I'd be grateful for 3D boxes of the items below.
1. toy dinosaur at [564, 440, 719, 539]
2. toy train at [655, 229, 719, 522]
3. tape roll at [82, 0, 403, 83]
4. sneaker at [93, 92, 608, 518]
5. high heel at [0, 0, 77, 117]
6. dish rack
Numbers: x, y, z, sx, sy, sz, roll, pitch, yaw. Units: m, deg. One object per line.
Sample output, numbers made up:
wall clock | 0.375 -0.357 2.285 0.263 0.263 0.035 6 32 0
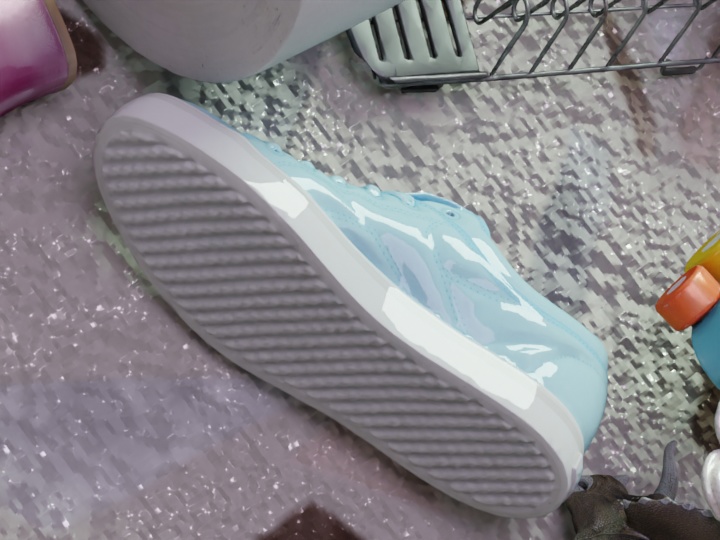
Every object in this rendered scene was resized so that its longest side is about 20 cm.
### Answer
toy dinosaur | 0.099 0.151 0.993 0.102 0.077 0.200 -11 70 -19
toy train | 0.196 0.043 1.063 0.200 0.056 0.151 9 54 -40
tape roll | -0.054 -0.167 0.996 0.071 0.202 0.203 -29 81 -29
sneaker | 0.000 0.000 1.028 0.200 0.074 0.082 40 44 -7
high heel | -0.179 -0.129 1.005 0.096 0.067 0.200 -28 94 -40
dish rack | 0.074 -0.142 1.122 0.200 0.055 0.154 -6 70 -24
